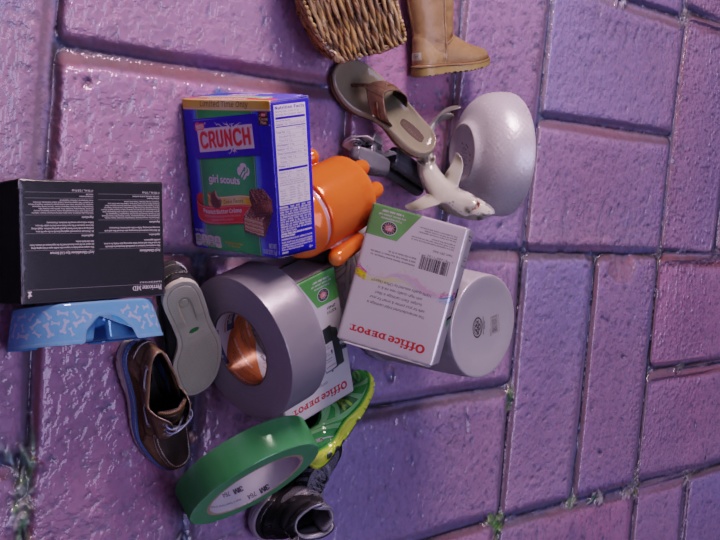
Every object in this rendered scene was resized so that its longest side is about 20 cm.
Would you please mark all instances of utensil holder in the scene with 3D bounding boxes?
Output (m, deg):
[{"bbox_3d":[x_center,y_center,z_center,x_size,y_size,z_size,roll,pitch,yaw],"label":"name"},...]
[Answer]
[{"bbox_3d":[0.114,0.072,1.784,0.169,0.199,0.172,-10,104,-44],"label":"utensil holder"}]

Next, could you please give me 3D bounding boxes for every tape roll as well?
[{"bbox_3d":[-0.136,0.092,1.524,0.066,0.199,0.203,-25,114,-40],"label":"tape roll"},{"bbox_3d":[-0.152,0.271,1.557,0.199,0.201,0.048,-10,60,-45],"label":"tape roll"}]

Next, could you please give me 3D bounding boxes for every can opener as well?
[{"bbox_3d":[0.045,-0.152,1.772,0.199,0.053,0.068,29,57,-45],"label":"can opener"}]

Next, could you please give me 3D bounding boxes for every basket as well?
[{"bbox_3d":[-0.033,-0.409,1.645,0.141,0.149,0.202,-19,114,-7],"label":"basket"}]

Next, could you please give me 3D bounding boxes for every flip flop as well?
[{"bbox_3d":[0.040,-0.246,1.718,0.200,0.057,0.081,41,65,-12],"label":"flip flop"}]

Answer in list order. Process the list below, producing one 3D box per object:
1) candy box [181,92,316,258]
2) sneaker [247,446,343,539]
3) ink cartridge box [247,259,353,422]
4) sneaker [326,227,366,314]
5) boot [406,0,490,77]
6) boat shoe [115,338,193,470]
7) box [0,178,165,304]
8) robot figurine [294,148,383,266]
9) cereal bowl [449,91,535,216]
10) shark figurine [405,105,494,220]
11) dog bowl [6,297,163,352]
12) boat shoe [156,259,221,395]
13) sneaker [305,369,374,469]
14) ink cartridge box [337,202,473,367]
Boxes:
[{"bbox_3d":[-0.145,-0.128,1.499,0.077,0.168,0.203,-15,107,-47],"label":"candy box"},{"bbox_3d":[-0.067,0.331,1.701,0.200,0.113,0.076,-45,126,-32],"label":"sneaker"},{"bbox_3d":[-0.097,0.106,1.652,0.146,0.082,0.203,-27,117,-40],"label":"ink cartridge box"},{"bbox_3d":[0.000,0.000,1.723,0.078,0.099,0.203,24,80,-46],"label":"sneaker"},{"bbox_3d":[0.139,-0.416,1.822,0.174,0.066,0.203,-17,108,-44],"label":"boot"},{"bbox_3d":[-0.261,0.183,1.501,0.072,0.072,0.202,-39,124,-36],"label":"boat shoe"},{"bbox_3d":[-0.336,-0.035,1.374,0.199,0.078,0.143,-2,90,-46],"label":"box"},{"bbox_3d":[-0.058,-0.092,1.637,0.199,0.116,0.146,-32,125,-39],"label":"robot figurine"},{"bbox_3d":[0.199,-0.188,1.845,0.082,0.200,0.203,1,97,-22],"label":"cereal bowl"},{"bbox_3d":[0.122,-0.150,1.790,0.090,0.127,0.217,62,12,-63],"label":"shark figurine"},{"bbox_3d":[-0.332,0.065,1.386,0.199,0.111,0.050,-3,85,-46],"label":"dog bowl"},{"bbox_3d":[-0.230,0.078,1.518,0.071,0.068,0.202,-21,130,-21],"label":"boat shoe"},{"bbox_3d":[-0.041,0.207,1.730,0.083,0.074,0.200,38,42,0],"label":"sneaker"},{"bbox_3d":[0.065,0.021,1.638,0.084,0.143,0.203,12,94,-78],"label":"ink cartridge box"}]
